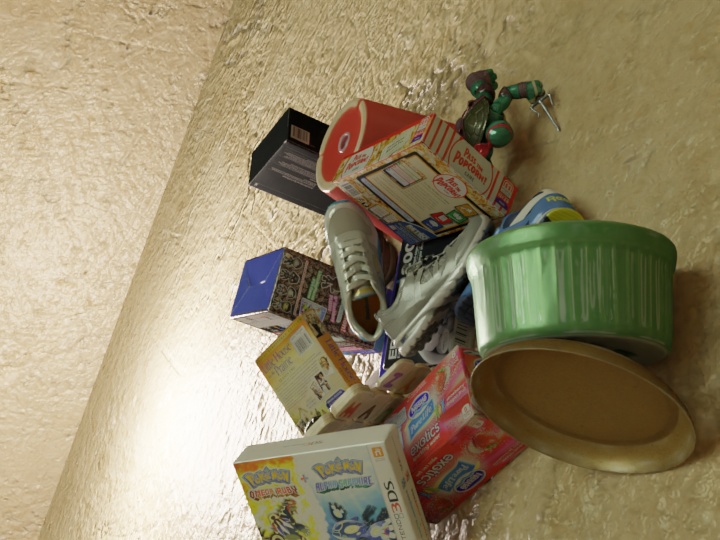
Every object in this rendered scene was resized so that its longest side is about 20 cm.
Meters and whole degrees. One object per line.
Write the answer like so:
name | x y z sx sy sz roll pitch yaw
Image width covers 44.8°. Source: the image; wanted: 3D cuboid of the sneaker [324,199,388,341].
sneaker | 0.000 0.000 1.217 0.081 0.075 0.203 -103 -3 -80

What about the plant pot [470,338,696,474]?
plant pot | 0.196 0.118 0.775 0.199 0.199 0.028 -29 29 54

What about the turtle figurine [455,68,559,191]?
turtle figurine | 0.177 -0.190 1.138 0.151 0.100 0.201 -60 22 20

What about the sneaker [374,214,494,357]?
sneaker | 0.088 0.008 1.077 0.082 0.075 0.201 40 101 20

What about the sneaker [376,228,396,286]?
sneaker | 0.001 -0.046 1.400 0.071 0.075 0.201 -55 29 28

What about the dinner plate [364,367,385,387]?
dinner plate | 0.020 0.226 1.234 0.200 0.024 0.202 -42 39 45

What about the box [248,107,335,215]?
box | -0.071 -0.174 1.487 0.141 0.198 0.080 -41 38 43

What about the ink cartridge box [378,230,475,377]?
ink cartridge box | 0.085 0.040 1.195 0.199 0.043 0.201 -18 57 54

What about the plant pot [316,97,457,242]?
plant pot | 0.043 -0.152 1.276 0.200 0.176 0.203 -43 36 43

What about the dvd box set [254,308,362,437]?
dvd box set | -0.056 0.173 1.221 0.201 0.029 0.146 55 133 10

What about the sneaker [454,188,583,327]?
sneaker | 0.184 -0.012 1.028 0.200 0.073 0.083 -49 27 28

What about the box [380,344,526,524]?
box | 0.100 0.194 1.014 0.201 0.094 0.103 -52 31 33

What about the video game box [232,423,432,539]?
video game box | -0.027 0.276 0.994 0.198 0.185 0.047 -13 12 23

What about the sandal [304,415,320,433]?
sandal | -0.017 0.291 1.184 0.082 0.054 0.202 -43 63 37

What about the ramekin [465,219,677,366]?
ramekin | 0.199 0.035 0.824 0.199 0.198 0.099 -27 56 55

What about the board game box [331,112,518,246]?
board game box | 0.078 -0.108 1.110 0.199 0.151 0.047 -15 44 55

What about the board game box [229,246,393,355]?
board game box | -0.074 0.053 1.334 0.159 0.198 0.098 -12 59 59

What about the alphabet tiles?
alphabet tiles | 0.016 0.185 1.073 0.196 0.199 0.015 -46 59 14
